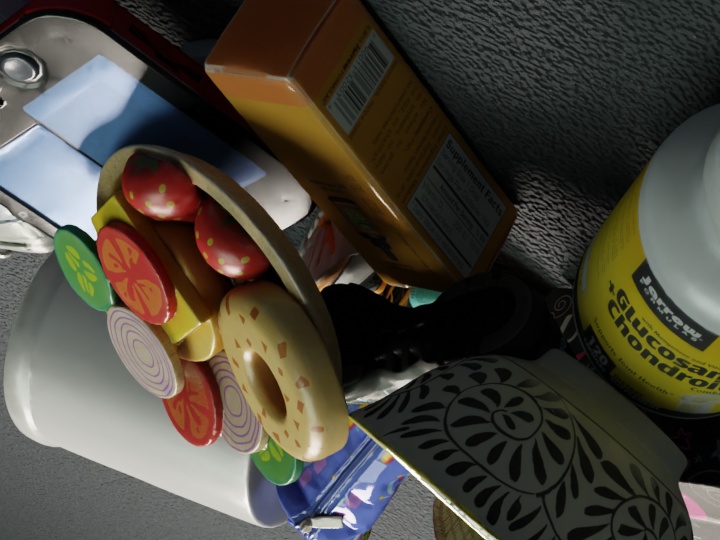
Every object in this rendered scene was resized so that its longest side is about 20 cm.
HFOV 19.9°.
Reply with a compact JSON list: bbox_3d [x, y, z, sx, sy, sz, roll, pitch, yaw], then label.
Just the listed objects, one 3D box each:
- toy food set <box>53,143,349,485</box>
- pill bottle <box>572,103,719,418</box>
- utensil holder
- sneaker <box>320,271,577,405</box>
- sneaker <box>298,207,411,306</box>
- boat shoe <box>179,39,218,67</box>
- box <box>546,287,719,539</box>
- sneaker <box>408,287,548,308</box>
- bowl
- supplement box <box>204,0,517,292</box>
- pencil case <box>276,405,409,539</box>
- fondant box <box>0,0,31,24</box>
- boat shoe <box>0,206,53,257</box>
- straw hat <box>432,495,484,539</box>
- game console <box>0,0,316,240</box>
[{"bbox_3d":[-0.083,0.025,1.102,0.201,0.049,0.198,55,151,0],"label":"toy food set"},{"bbox_3d":[0.169,-0.009,0.921,0.112,0.112,0.200,29,160,3],"label":"pill bottle"},{"bbox_3d":[-0.123,0.075,1.453,0.199,0.171,0.170,21,158,23],"label":"utensil holder"},{"bbox_3d":[0.032,0.053,1.127,0.199,0.076,0.079,-4,147,42],"label":"sneaker"},{"bbox_3d":[0.000,0.000,1.252,0.077,0.079,0.200,21,166,-3],"label":"sneaker"},{"bbox_3d":[-0.084,-0.069,1.201,0.071,0.068,0.201,1,139,3],"label":"boat shoe"},{"bbox_3d":[0.188,0.093,1.134,0.132,0.115,0.199,42,158,-32],"label":"box"},{"bbox_3d":[0.102,0.068,1.246,0.200,0.080,0.077,41,158,-25],"label":"sneaker"},{"bbox_3d":[0.098,0.102,1.008,0.201,0.094,0.201,41,177,3],"label":"bowl"},{"bbox_3d":[0.005,-0.066,1.088,0.066,0.069,0.200,13,152,41],"label":"supplement box"},{"bbox_3d":[0.016,0.108,1.338,0.078,0.087,0.200,39,128,-1],"label":"pencil case"},{"bbox_3d":[-0.241,-0.147,1.231,0.144,0.058,0.200,40,160,-5],"label":"fondant box"},{"bbox_3d":[-0.289,-0.041,1.526,0.201,0.075,0.086,5,134,37],"label":"boat shoe"},{"bbox_3d":[0.155,0.179,1.417,0.200,0.201,0.085,30,119,1],"label":"straw hat"},{"bbox_3d":[-0.139,-0.064,1.135,0.200,0.031,0.176,36,134,-29],"label":"game console"}]
